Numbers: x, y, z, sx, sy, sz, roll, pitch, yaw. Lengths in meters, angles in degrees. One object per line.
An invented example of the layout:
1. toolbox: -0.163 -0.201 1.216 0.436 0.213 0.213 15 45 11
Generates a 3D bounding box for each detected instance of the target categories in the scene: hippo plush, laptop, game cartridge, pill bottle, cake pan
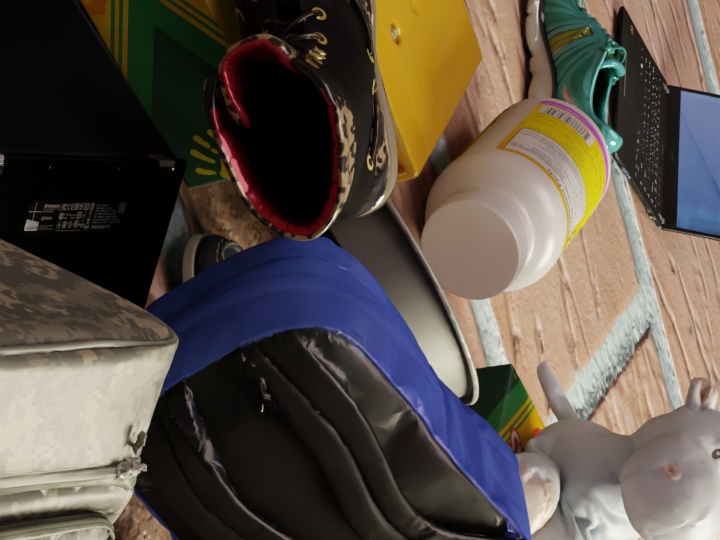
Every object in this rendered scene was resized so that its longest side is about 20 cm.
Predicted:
1. hippo plush: 0.188 0.162 1.352 0.200 0.160 0.160 -48 123 -59
2. laptop: -0.182 -0.045 0.956 0.187 0.115 0.202 -4 113 -64
3. game cartridge: 0.025 -0.184 1.417 0.200 0.032 0.177 -61 135 -56
4. pill bottle: 0.110 -0.050 1.452 0.200 0.103 0.105 -45 121 -59
5. cake pan: 0.000 0.000 1.165 0.201 0.037 0.200 57 -10 16
6. laptop: 0.324 -0.136 1.930 0.200 0.102 0.178 50 38 -46

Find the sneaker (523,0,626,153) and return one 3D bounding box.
1. sneaker: 0.186 -0.179 1.687 0.077 0.079 0.202 33 51 -57

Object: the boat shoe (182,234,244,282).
1. boat shoe: -0.040 0.060 1.149 0.201 0.061 0.075 66 31 -26

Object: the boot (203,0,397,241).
1. boot: -0.036 -0.112 0.994 0.151 0.073 0.202 -49 128 -75

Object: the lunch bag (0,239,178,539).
1. lunch bag: -0.181 0.078 0.771 0.200 0.139 0.169 2 112 -63

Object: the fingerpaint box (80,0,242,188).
1. fingerpaint box: -0.083 -0.176 1.129 0.201 0.073 0.167 -76 146 -48

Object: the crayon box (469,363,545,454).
1. crayon box: 0.092 0.182 1.393 0.127 0.050 0.201 60 33 -37

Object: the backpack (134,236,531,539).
1. backpack: -0.032 0.083 1.016 0.200 0.162 0.168 49 13 -31
